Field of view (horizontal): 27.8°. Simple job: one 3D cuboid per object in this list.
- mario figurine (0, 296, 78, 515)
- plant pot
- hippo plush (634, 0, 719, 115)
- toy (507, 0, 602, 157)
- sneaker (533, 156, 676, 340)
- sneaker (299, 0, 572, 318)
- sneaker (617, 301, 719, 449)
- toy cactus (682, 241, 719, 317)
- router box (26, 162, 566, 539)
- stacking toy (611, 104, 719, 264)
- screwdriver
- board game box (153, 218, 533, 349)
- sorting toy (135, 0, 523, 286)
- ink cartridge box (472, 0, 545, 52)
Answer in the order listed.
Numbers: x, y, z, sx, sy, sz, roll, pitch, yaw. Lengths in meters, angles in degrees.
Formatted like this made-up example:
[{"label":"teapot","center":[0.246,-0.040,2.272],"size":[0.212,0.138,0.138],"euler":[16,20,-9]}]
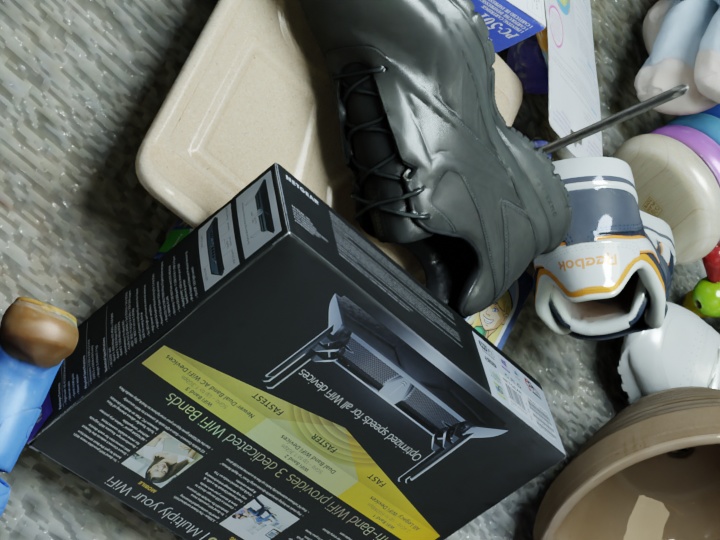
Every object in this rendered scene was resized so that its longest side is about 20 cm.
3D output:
[{"label":"mario figurine","center":[-0.171,0.103,0.567],"size":[0.106,0.123,0.201],"euler":[27,69,-51]},{"label":"plant pot","center":[0.199,0.137,0.874],"size":[0.201,0.200,0.093],"euler":[46,24,-31]},{"label":"hippo plush","center":[0.224,-0.200,0.851],"size":[0.199,0.159,0.161],"euler":[-31,113,9]},{"label":"toy","center":[0.102,-0.160,0.834],"size":[0.115,0.047,0.201],"euler":[28,61,-63]},{"label":"sneaker","center":[0.135,0.003,0.816],"size":[0.200,0.078,0.080],"euler":[33,50,-66]},{"label":"sneaker","center":[0.025,-0.063,0.675],"size":[0.091,0.076,0.200],"euler":[-49,116,-28]},{"label":"sneaker","center":[0.234,0.078,0.930],"size":[0.200,0.080,0.077],"euler":[39,69,-41]},{"label":"toy cactus","center":[0.290,0.022,0.997],"size":[0.199,0.102,0.166],"euler":[-20,122,-41]},{"label":"router box","center":[-0.027,0.066,0.670],"size":[0.200,0.157,0.052],"euler":[40,22,-34]},{"label":"stacking toy","center":[0.250,-0.083,0.939],"size":[0.200,0.085,0.086],"euler":[-32,111,-32]},{"label":"screwdriver","center":[0.106,-0.066,0.751],"size":[0.029,0.200,0.028],"euler":[-19,88,-34]},{"label":"board game box","center":[0.000,0.000,0.765],"size":[0.200,0.034,0.136],"euler":[44,63,-32]},{"label":"sorting toy","center":[-0.009,-0.072,0.715],"size":[0.185,0.036,0.201],"euler":[40,60,-34]},{"label":"ink cartridge box","center":[0.046,-0.220,0.753],"size":[0.094,0.044,0.201],"euler":[23,57,-43]}]
